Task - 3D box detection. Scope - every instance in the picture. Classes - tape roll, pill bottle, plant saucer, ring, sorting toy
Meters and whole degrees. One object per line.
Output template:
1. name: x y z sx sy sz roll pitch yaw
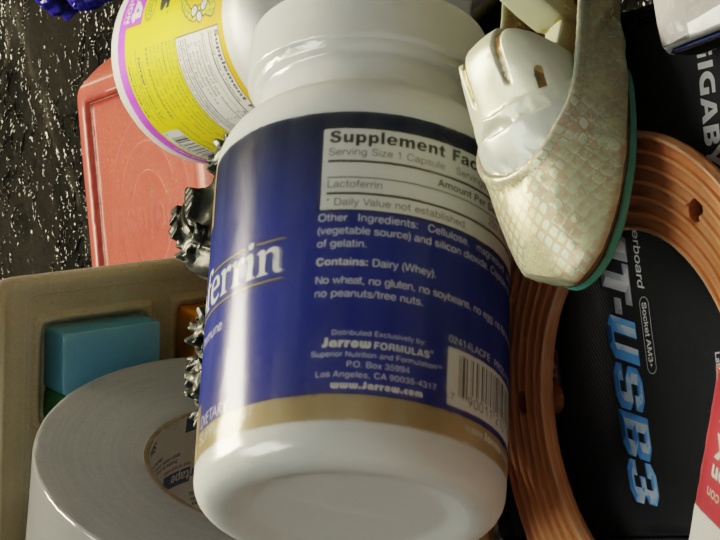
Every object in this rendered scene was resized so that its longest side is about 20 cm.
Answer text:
1. tape roll: -0.043 0.111 1.178 0.200 0.200 0.066 46 135 51
2. pill bottle: 0.000 0.000 1.034 0.116 0.115 0.201 136 143 -56
3. plant saucer: -0.099 -0.029 1.444 0.199 0.037 0.201 -10 84 62
4. ring: 0.106 0.050 0.977 0.200 0.019 0.201 18 110 62
5. sorting toy: -0.094 0.087 1.285 0.036 0.200 0.186 16 109 45
6. pill bottle: -0.030 -0.107 1.225 0.200 0.104 0.105 -8 86 62

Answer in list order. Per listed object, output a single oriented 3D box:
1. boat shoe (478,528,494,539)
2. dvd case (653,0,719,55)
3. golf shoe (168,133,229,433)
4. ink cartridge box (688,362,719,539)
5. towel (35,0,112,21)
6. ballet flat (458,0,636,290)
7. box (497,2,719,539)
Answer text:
1. boat shoe: 0.019 0.065 1.130 0.200 0.064 0.071 -91 -6 -63
2. dvd case: 0.163 -0.168 0.885 0.200 0.025 0.151 -18 77 47
3. golf shoe: -0.024 0.019 1.161 0.078 0.094 0.200 -48 27 26
4. ink cartridge box: 0.170 0.128 0.826 0.083 0.146 0.201 40 127 56
5. towel: -0.116 -0.191 1.199 0.148 0.200 0.050 43 128 5
6. ballet flat: 0.062 -0.083 0.986 0.067 0.062 0.200 -37 38 46
7. box: 0.108 0.005 1.038 0.198 0.050 0.201 -10 85 64
